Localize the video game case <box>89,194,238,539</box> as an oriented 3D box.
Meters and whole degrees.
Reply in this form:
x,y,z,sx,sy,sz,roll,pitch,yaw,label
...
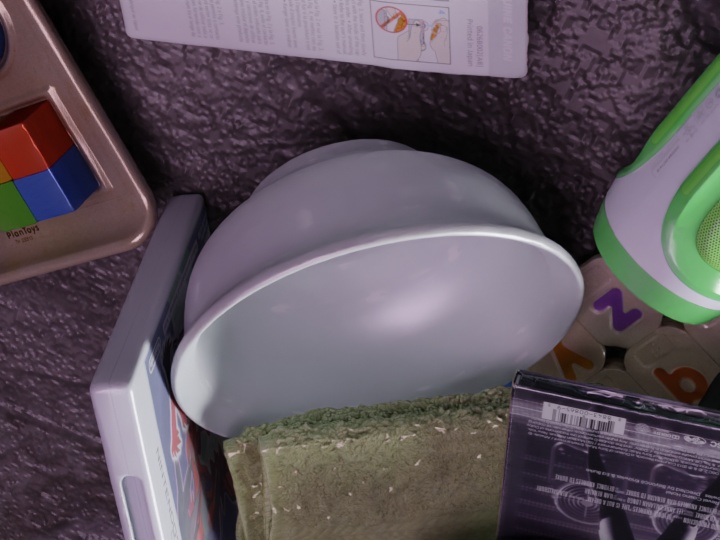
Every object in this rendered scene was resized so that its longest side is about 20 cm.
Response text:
x,y,z,sx,sy,sz,roll,pitch,yaw,label
-0.089,0.084,0.827,0.023,0.200,0.183,-5,117,6,video game case

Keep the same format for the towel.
x,y,z,sx,sy,sz,roll,pitch,yaw,label
0.035,0.121,0.837,0.199,0.037,0.149,-7,127,-4,towel

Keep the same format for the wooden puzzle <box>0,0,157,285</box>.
x,y,z,sx,sy,sz,roll,pitch,yaw,label
-0.223,-0.080,0.860,0.185,0.046,0.200,-13,112,34,wooden puzzle

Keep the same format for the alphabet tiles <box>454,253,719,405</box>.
x,y,z,sx,sy,sz,roll,pitch,yaw,label
0.152,0.088,0.856,0.196,0.015,0.200,45,122,-8,alphabet tiles

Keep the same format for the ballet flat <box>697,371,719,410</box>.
x,y,z,sx,sy,sz,roll,pitch,yaw,label
0.247,0.018,0.758,0.199,0.068,0.069,-16,85,14,ballet flat

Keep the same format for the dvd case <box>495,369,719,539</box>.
x,y,z,sx,sy,sz,roll,pitch,yaw,label
0.139,0.134,0.785,0.148,0.016,0.200,11,133,11,dvd case

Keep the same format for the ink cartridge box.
x,y,z,sx,sy,sz,roll,pitch,yaw,label
-0.020,-0.169,0.731,0.199,0.050,0.163,6,138,10,ink cartridge box

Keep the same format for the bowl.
x,y,z,sx,sy,sz,roll,pitch,yaw,label
0.000,0.000,0.791,0.200,0.091,0.201,-12,152,-7,bowl

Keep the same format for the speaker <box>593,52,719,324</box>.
x,y,z,sx,sy,sz,roll,pitch,yaw,label
0.189,-0.068,0.716,0.088,0.089,0.200,36,123,-2,speaker
